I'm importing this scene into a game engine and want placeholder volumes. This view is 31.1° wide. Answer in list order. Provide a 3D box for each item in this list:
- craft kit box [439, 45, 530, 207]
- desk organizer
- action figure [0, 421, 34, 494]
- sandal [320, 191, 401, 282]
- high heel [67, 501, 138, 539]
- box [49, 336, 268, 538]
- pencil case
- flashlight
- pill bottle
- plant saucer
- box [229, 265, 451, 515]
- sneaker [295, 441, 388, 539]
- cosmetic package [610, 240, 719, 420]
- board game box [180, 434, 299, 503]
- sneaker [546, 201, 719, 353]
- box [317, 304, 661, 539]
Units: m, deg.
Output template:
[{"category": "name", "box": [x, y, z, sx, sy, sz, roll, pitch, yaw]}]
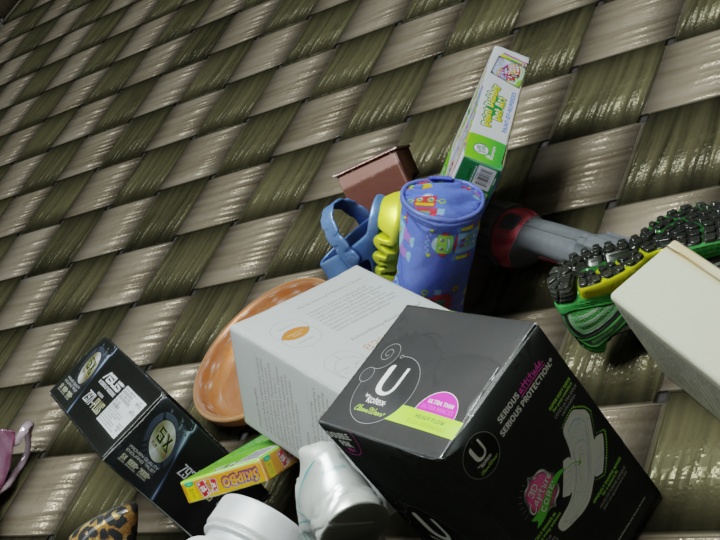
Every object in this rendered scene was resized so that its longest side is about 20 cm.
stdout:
[{"category": "craft kit box", "box": [0.106, -0.091, 1.299, 0.198, 0.048, 0.200, -67, -1, -48]}, {"category": "desk organizer", "box": [0.030, -0.086, 1.399, 0.072, 0.077, 0.200, -24, 3, 8]}, {"category": "action figure", "box": [-0.463, 0.290, 1.559, 0.149, 0.134, 0.200, -2, 40, -18]}, {"category": "sandal", "box": [0.000, 0.000, 1.292, 0.087, 0.200, 0.080, 15, 34, 11]}, {"category": "high heel", "box": [-0.270, 0.330, 1.260, 0.200, 0.071, 0.143, -54, 21, 11]}, {"category": "box", "box": [-0.208, 0.173, 1.315, 0.086, 0.164, 0.200, -46, 29, -10]}, {"category": "pencil case", "box": [0.063, 0.004, 1.204, 0.078, 0.200, 0.087, 1, 40, -9]}, {"category": "flashlight", "box": [0.189, -0.017, 1.213, 0.068, 0.068, 0.200, -11, 19, -32]}, {"category": "pill bottle", "box": [-0.128, 0.299, 1.102, 0.113, 0.113, 0.200, -4, 46, 47]}, {"category": "plant saucer", "box": [-0.095, 0.094, 1.418, 0.200, 0.037, 0.200, -29, 32, 21]}, {"category": "box", "box": [0.008, 0.097, 1.126, 0.152, 0.107, 0.200, -26, 34, -32]}, {"category": "sneaker", "box": [-0.017, 0.204, 1.041, 0.070, 0.200, 0.080, -18, 56, -16]}, {"category": "cosmetic package", "box": [0.279, 0.067, 0.952, 0.073, 0.104, 0.200, -41, 30, -1]}, {"category": "board game box", "box": [-0.074, 0.165, 1.224, 0.095, 0.030, 0.200, -21, 4, 31]}, {"category": "sneaker", "box": [0.260, 0.004, 1.092, 0.200, 0.085, 0.078, -21, 25, 3]}, {"category": "box", "box": [0.097, 0.140, 0.962, 0.148, 0.200, 0.124, 7, 52, 52]}]
